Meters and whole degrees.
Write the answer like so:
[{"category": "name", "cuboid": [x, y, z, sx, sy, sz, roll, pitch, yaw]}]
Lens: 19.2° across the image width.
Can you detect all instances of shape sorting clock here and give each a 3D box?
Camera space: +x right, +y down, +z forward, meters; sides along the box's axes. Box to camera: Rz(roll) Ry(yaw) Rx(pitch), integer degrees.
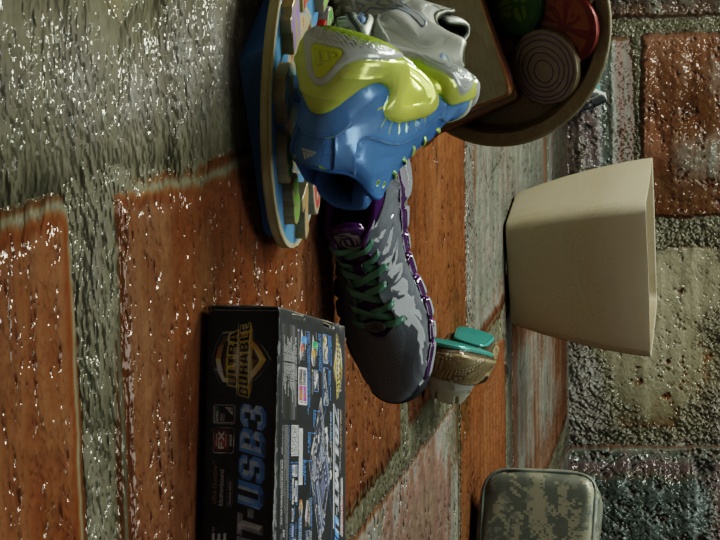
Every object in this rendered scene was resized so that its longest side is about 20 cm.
[{"category": "shape sorting clock", "cuboid": [-0.038, -0.114, 1.346, 0.200, 0.039, 0.200, 0, 90, -79]}]

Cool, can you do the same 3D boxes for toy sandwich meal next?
[{"category": "toy sandwich meal", "cuboid": [0.091, -0.185, 1.629, 0.070, 0.205, 0.206, -15, 106, -64]}]

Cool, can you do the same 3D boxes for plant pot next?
[{"category": "plant pot", "cuboid": [0.277, -0.018, 2.663, 0.200, 0.177, 0.200, -64, 152, -68]}]

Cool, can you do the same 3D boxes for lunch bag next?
[{"category": "lunch bag", "cuboid": [0.199, 0.330, 2.361, 0.168, 0.139, 0.200, 58, 34, -70]}]

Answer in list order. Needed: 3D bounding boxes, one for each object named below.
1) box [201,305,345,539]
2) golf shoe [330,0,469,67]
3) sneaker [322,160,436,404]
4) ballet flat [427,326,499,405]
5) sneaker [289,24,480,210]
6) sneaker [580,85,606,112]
[{"category": "box", "cuboid": [-0.048, 0.125, 1.271, 0.198, 0.050, 0.200, 22, 68, -79]}, {"category": "golf shoe", "cuboid": [0.027, -0.161, 1.494, 0.200, 0.097, 0.078, -100, -174, -69]}, {"category": "sneaker", "cuboid": [0.000, 0.000, 1.517, 0.088, 0.074, 0.200, -11, 92, -65]}, {"category": "ballet flat", "cuboid": [0.094, 0.094, 2.002, 0.200, 0.070, 0.065, -5, 109, -76]}, {"category": "sneaker", "cuboid": [0.006, -0.090, 1.322, 0.200, 0.076, 0.105, 7, 101, -62]}, {"category": "sneaker", "cuboid": [0.340, -0.289, 3.348, 0.200, 0.077, 0.080, -51, 121, -81]}]
